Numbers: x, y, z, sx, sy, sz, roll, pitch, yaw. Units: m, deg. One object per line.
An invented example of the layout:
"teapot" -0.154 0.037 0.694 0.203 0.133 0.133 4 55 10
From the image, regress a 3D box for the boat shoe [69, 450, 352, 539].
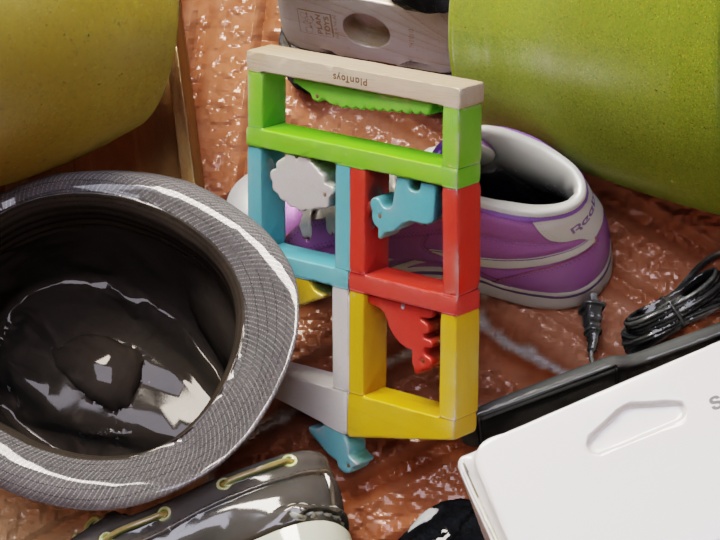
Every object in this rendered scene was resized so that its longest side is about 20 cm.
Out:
"boat shoe" -0.101 0.142 1.325 0.201 0.072 0.061 -18 57 7

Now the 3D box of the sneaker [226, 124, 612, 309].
"sneaker" 0.021 -0.041 1.369 0.200 0.114 0.073 4 66 14

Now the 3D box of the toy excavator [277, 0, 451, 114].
"toy excavator" 0.000 -0.196 1.473 0.194 0.100 0.200 11 53 16

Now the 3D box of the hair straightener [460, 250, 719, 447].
"hair straightener" 0.134 0.034 1.349 0.200 0.041 0.077 -30 62 -4

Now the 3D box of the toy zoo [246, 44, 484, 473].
"toy zoo" 0.000 0.000 1.335 0.131 0.020 0.201 13 110 37

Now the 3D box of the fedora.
"fedora" -0.120 0.044 1.367 0.199 0.090 0.177 15 68 17

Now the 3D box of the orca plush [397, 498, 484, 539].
"orca plush" -0.002 0.180 1.287 0.200 0.071 0.105 -40 63 -9

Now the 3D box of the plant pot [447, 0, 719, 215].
"plant pot" 0.153 -0.117 1.351 0.192 0.200 0.201 6 65 27

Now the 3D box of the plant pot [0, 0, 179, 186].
"plant pot" -0.173 -0.126 1.382 0.142 0.200 0.201 4 59 -27

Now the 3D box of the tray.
"tray" -0.139 -0.097 1.473 0.098 0.037 0.201 -12 62 6

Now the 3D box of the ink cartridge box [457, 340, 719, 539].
"ink cartridge box" 0.135 0.123 1.215 0.145 0.200 0.084 -24 62 -1
